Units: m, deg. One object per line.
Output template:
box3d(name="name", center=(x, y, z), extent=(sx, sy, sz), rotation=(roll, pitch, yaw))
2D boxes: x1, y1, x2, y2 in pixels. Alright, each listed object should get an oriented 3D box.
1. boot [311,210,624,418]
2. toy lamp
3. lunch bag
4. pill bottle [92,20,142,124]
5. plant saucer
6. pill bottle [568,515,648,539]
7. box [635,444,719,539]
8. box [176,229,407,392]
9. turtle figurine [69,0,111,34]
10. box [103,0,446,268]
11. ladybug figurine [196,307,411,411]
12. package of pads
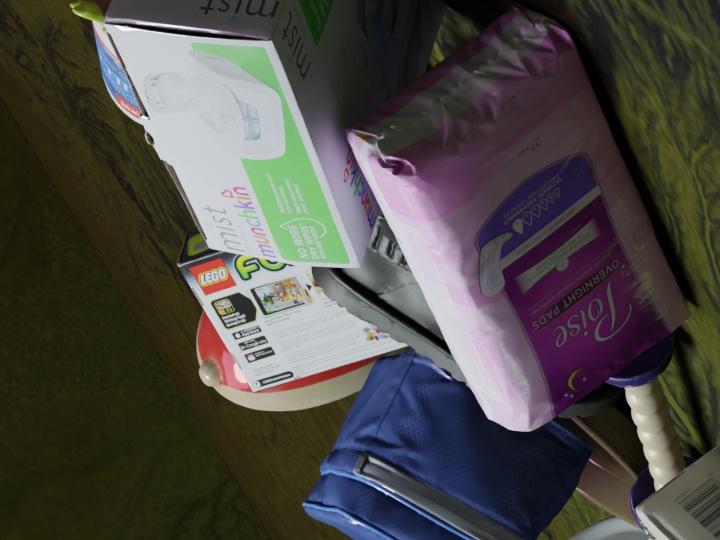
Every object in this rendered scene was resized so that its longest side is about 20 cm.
box3d(name="boot", center=(0.082, -0.011, 1.546), extent=(0.210, 0.080, 0.158), rotation=(25, 135, -5))
box3d(name="toy lamp", center=(0.171, 0.100, 1.557), extent=(0.058, 0.058, 0.200), rotation=(45, 166, 41))
box3d(name="lunch bag", center=(0.045, 0.139, 1.694), extent=(0.135, 0.133, 0.200), rotation=(31, 171, -5))
box3d(name="pill bottle", center=(-0.135, -0.164, 1.950), extent=(0.112, 0.112, 0.200), rotation=(52, 170, 11))
box3d(name="plant saucer", center=(0.126, 0.095, 1.719), extent=(0.200, 0.029, 0.200), rotation=(39, 170, 9))
box3d(name="pill bottle", center=(0.205, 0.266, 1.795), extent=(0.200, 0.109, 0.109), rotation=(59, 169, -25))
box3d(name="box", center=(0.233, 0.200, 1.565), extent=(0.082, 0.068, 0.200), rotation=(42, 164, 50))
box3d(name="box", center=(0.000, 0.000, 1.664), extent=(0.110, 0.199, 0.035), rotation=(61, -157, -30))
box3d(name="turtle figurine", center=(-0.124, -0.224, 1.680), extent=(0.200, 0.162, 0.064), rotation=(34, -165, 37))
box3d(name="box", center=(-0.040, -0.131, 1.383), extent=(0.096, 0.177, 0.200), rotation=(7, 149, 18))
box3d(name="ladybug figurine", center=(-0.025, 0.015, 1.800), extent=(0.136, 0.200, 0.072), rotation=(41, 155, 28))
box3d(name="package of pads", center=(0.081, -0.024, 1.385), extent=(0.076, 0.120, 0.200), rotation=(42, 163, 51))
